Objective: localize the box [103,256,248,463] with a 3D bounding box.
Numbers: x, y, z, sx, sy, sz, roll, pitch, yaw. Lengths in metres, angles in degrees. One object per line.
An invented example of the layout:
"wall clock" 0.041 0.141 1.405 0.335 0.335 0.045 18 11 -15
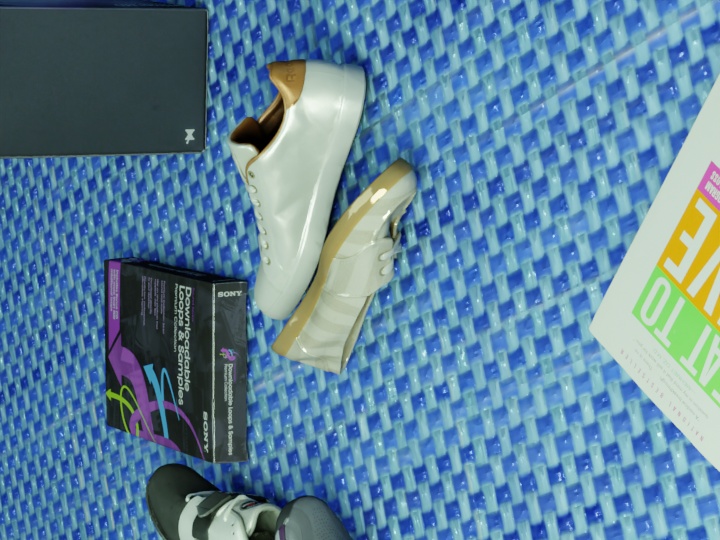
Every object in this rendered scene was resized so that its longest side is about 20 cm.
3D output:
"box" -0.149 0.069 1.877 0.200 0.036 0.143 9 101 57

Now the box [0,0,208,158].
"box" -0.251 -0.158 1.862 0.198 0.200 0.123 16 107 57

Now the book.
"book" 0.212 -0.003 1.260 0.134 0.048 0.200 52 134 37

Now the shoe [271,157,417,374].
"shoe" 0.000 0.000 1.606 0.053 0.070 0.200 36 134 5

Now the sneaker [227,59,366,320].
"sneaker" -0.061 -0.061 1.653 0.073 0.085 0.200 -108 30 -62

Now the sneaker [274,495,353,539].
"sneaker" 0.012 0.238 1.606 0.088 0.074 0.200 -35 74 44

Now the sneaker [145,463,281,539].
"sneaker" -0.088 0.194 1.758 0.200 0.074 0.089 44 130 36
